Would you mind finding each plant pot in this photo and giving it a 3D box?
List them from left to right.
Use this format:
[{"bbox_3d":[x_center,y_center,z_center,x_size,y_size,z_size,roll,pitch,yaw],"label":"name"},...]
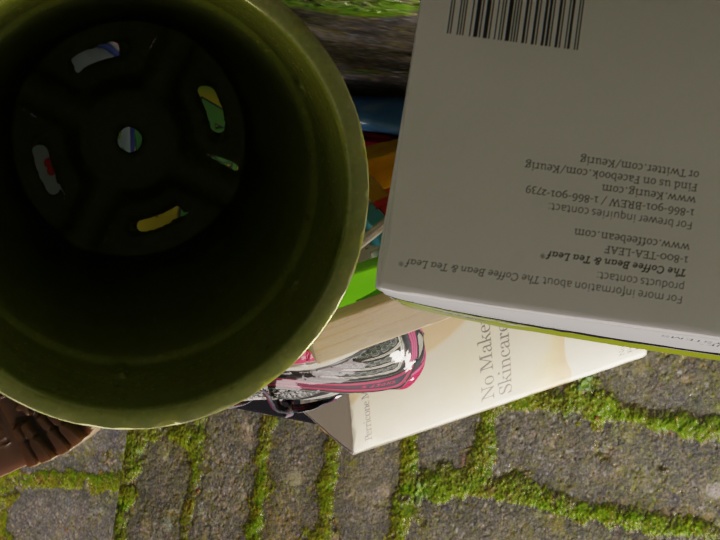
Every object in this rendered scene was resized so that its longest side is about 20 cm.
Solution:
[{"bbox_3d":[-0.104,-0.049,0.884,0.198,0.202,0.190,8,-170,-8],"label":"plant pot"}]

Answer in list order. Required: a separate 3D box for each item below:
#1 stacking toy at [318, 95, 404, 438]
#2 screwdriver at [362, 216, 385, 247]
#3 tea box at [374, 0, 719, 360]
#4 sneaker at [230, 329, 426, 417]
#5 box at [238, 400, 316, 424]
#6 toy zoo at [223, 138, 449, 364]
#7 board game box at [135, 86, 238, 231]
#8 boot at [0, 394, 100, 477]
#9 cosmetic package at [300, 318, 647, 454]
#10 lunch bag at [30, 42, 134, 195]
[{"bbox_3d":[0.000,0.000,1.147,0.115,0.202,0.109,9,179,-37],"label":"stacking toy"},{"bbox_3d":[0.036,-0.046,0.919,0.028,0.029,0.200,11,-149,37],"label":"screwdriver"},{"bbox_3d":[0.116,-0.038,0.697,0.198,0.135,0.197,8,177,4],"label":"tea box"},{"bbox_3d":[-0.062,0.046,1.007,0.199,0.081,0.075,-7,139,30],"label":"sneaker"},{"bbox_3d":[0.002,0.007,1.327,0.181,0.105,0.200,7,-143,48],"label":"box"},{"bbox_3d":[0.010,-0.023,0.951,0.130,0.021,0.200,-19,-154,-9],"label":"toy zoo"},{"bbox_3d":[-0.115,-0.066,1.197,0.198,0.102,0.048,9,176,-19],"label":"board game box"},{"bbox_3d":[-0.181,0.064,0.974,0.199,0.075,0.107,-18,-167,30],"label":"boot"},{"bbox_3d":[0.062,0.020,1.100,0.199,0.106,0.071,-18,-154,-22],"label":"cosmetic package"},{"bbox_3d":[-0.211,-0.048,0.999,0.199,0.162,0.082,-13,-162,-39],"label":"lunch bag"}]
